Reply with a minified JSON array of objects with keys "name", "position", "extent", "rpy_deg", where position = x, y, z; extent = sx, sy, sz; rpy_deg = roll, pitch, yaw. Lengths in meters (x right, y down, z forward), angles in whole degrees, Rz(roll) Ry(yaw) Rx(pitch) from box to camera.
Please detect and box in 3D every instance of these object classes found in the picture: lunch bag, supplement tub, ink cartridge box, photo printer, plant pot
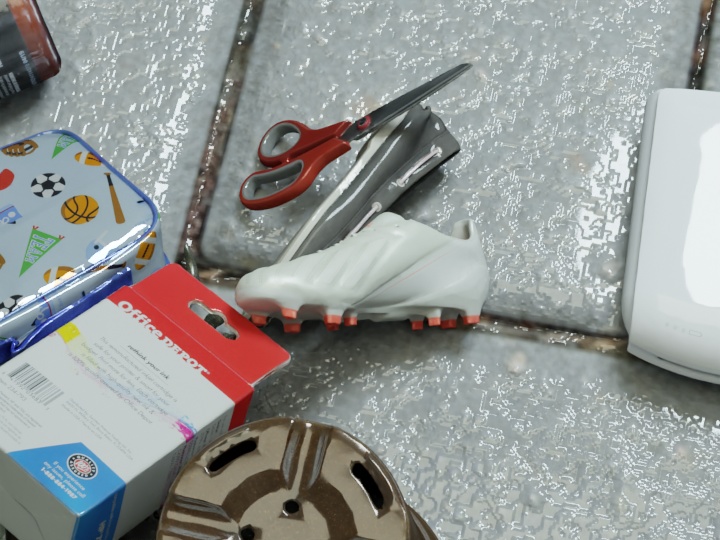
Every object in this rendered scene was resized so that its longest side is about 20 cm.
[{"name":"lunch bag","position":[-0.236,-0.002,1.475],"extent":[0.200,0.076,0.160],"rpy_deg":[-33,54,-23]},{"name":"supplement tub","position":[-0.321,-0.152,1.556],"extent":[0.199,0.107,0.107],"rpy_deg":[-23,68,-5]},{"name":"ink cartridge box","position":[-0.151,0.088,1.372],"extent":[0.116,0.067,0.200],"rpy_deg":[38,46,20]},{"name":"photo printer","position":[0.264,-0.018,1.482],"extent":[0.165,0.070,0.201],"rpy_deg":[8,68,7]},{"name":"plant pot","position":[-0.038,0.191,1.347],"extent":[0.199,0.198,0.201],"rpy_deg":[-1,67,2]}]

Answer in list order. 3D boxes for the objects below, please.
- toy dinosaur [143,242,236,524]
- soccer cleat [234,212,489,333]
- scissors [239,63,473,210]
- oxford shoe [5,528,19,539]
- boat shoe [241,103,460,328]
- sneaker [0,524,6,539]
[{"name":"toy dinosaur","position":[-0.130,0.066,1.471],"extent":[0.102,0.077,0.201],"rpy_deg":[-2,70,-5]},{"name":"soccer cleat","position":[0.000,0.000,1.454],"extent":[0.199,0.069,0.078],"rpy_deg":[0,82,-36]},{"name":"scissors","position":[-0.005,-0.089,1.501],"extent":[0.199,0.014,0.073],"rpy_deg":[-14,49,38]},{"name":"oxford shoe","position":[-0.162,0.227,1.358],"extent":[0.072,0.084,0.201],"rpy_deg":[-26,95,-4]},{"name":"boat shoe","position":[-0.004,-0.032,1.507],"extent":[0.057,0.067,0.200],"rpy_deg":[38,77,-4]},{"name":"sneaker","position":[-0.198,0.164,1.434],"extent":[0.088,0.074,0.201],"rpy_deg":[7,82,8]}]
